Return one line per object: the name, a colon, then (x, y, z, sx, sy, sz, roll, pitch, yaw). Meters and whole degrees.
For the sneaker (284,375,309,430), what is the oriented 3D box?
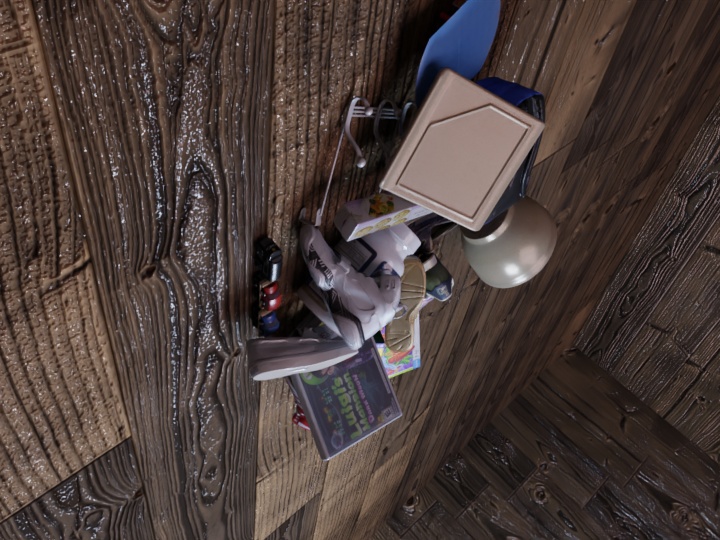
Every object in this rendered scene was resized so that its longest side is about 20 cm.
sneaker: (-0.097, 0.209, 1.191, 0.071, 0.201, 0.112, -44, -162, -33)

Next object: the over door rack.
over door rack: (0.012, -0.147, 0.991, 0.147, 0.066, 0.202, -13, 136, -51)

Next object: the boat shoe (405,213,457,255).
boat shoe: (0.109, -0.063, 1.272, 0.199, 0.065, 0.074, -41, 156, -17)

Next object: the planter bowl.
planter bowl: (0.286, -0.084, 1.424, 0.134, 0.200, 0.201, 35, 96, -39)

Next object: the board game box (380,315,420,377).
board game box: (0.046, 0.117, 1.325, 0.132, 0.045, 0.203, -17, 125, -18)

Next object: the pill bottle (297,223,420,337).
pill bottle: (0.000, 0.000, 1.117, 0.200, 0.115, 0.116, -48, 155, -2)

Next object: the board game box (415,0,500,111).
board game box: (0.124, -0.313, 0.970, 0.200, 0.039, 0.159, -48, 156, -18)

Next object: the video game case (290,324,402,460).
video game case: (-0.029, 0.187, 1.160, 0.180, 0.203, 0.023, -20, 179, -39)

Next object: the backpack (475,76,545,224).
backpack: (0.191, -0.202, 1.090, 0.162, 0.166, 0.203, -37, 149, -45)

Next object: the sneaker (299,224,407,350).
sneaker: (-0.010, 0.008, 1.022, 0.113, 0.203, 0.075, -27, -166, -6)

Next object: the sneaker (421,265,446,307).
sneaker: (0.101, 0.060, 1.427, 0.199, 0.081, 0.089, -37, 158, -14)

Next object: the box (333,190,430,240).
box: (0.047, -0.093, 1.014, 0.198, 0.039, 0.042, -21, 159, -41)

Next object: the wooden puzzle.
wooden puzzle: (0.143, -0.168, 0.979, 0.197, 0.037, 0.187, 19, 114, -28)

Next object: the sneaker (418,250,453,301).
sneaker: (0.136, 0.015, 1.315, 0.067, 0.091, 0.200, -34, -178, 3)

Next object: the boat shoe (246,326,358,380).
boat shoe: (-0.091, 0.123, 1.083, 0.197, 0.070, 0.072, -7, 162, -33)

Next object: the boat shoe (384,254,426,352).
boat shoe: (0.075, 0.050, 1.227, 0.070, 0.072, 0.203, -84, -178, -55)

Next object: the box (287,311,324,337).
box: (-0.060, 0.079, 1.210, 0.200, 0.039, 0.041, -48, 137, -5)

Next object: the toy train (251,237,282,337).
toy train: (-0.136, 0.034, 1.019, 0.034, 0.046, 0.202, -31, 150, -33)

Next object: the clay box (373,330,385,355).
clay box: (-0.032, 0.202, 1.285, 0.113, 0.048, 0.203, 3, 120, -18)
